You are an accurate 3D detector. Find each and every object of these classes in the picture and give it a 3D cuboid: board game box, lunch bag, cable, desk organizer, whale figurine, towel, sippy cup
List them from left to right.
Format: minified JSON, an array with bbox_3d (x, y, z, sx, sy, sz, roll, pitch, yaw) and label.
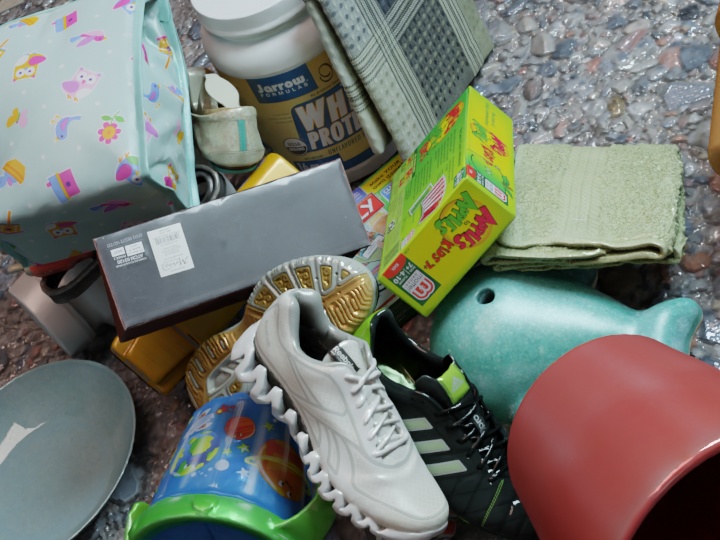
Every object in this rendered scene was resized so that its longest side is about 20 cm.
[{"bbox_3d":[-0.223,-0.123,1.382,0.169,0.122,0.202,-16,65,15],"label":"lunch bag"},{"bbox_3d":[-0.203,-0.033,1.415,0.198,0.050,0.098,-12,65,28],"label":"cable"},{"bbox_3d":[-0.101,-0.013,1.334,0.198,0.077,0.072,-19,82,-15],"label":"desk organizer"},{"bbox_3d":[-0.091,0.167,1.277,0.176,0.140,0.131,5,46,7],"label":"sippy cup"},{"bbox_3d":[0.000,0.000,1.435,0.200,0.029,0.135,-41,44,-5],"label":"board game box"},{"bbox_3d":[0.031,-0.209,1.457,0.034,0.201,0.193,-7,36,36],"label":"towel"},{"bbox_3d":[0.066,-0.056,1.306,0.102,0.047,0.200,-49,13,21],"label":"board game box"},{"bbox_3d":[0.141,0.047,1.253,0.198,0.104,0.160,-3,52,31],"label":"whale figurine"},{"bbox_3d":[0.170,-0.051,1.300,0.147,0.037,0.200,-1,24,13],"label":"towel"}]

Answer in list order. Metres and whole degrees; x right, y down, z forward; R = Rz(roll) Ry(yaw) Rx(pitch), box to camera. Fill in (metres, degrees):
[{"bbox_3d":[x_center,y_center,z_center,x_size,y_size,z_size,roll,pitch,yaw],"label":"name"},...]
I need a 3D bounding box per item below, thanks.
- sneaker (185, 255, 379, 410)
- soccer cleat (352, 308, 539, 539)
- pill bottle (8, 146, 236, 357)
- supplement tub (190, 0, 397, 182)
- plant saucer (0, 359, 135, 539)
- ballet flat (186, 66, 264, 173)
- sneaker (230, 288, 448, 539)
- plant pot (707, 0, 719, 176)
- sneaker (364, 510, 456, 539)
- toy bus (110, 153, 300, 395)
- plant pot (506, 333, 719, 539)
[{"bbox_3d":[-0.047,0.045,1.317,0.199,0.087,0.076,-34,71,38],"label":"sneaker"},{"bbox_3d":[0.065,0.110,1.215,0.200,0.081,0.067,41,51,14],"label":"soccer cleat"},{"bbox_3d":[-0.207,-0.024,1.522,0.200,0.111,0.111,-45,44,-11],"label":"pill bottle"},{"bbox_3d":[-0.050,-0.185,1.496,0.143,0.201,0.146,-15,45,16],"label":"supplement tub"},{"bbox_3d":[-0.264,0.167,1.445,0.199,0.039,0.202,-16,47,18],"label":"plant saucer"},{"bbox_3d":[-0.127,-0.139,1.459,0.067,0.063,0.200,-12,25,-24],"label":"ballet flat"},{"bbox_3d":[-0.007,0.099,1.193,0.200,0.075,0.081,49,128,16],"label":"sneaker"},{"bbox_3d":[0.333,-0.120,1.233,0.199,0.200,0.141,14,77,38],"label":"plant pot"},{"bbox_3d":[0.014,0.148,1.287,0.082,0.076,0.202,-44,40,38],"label":"sneaker"},{"bbox_3d":[-0.115,0.004,1.410,0.200,0.065,0.078,-51,5,-17],"label":"toy bus"},{"bbox_3d":[0.190,0.142,1.093,0.200,0.201,0.177,-38,34,-4],"label":"plant pot"}]
